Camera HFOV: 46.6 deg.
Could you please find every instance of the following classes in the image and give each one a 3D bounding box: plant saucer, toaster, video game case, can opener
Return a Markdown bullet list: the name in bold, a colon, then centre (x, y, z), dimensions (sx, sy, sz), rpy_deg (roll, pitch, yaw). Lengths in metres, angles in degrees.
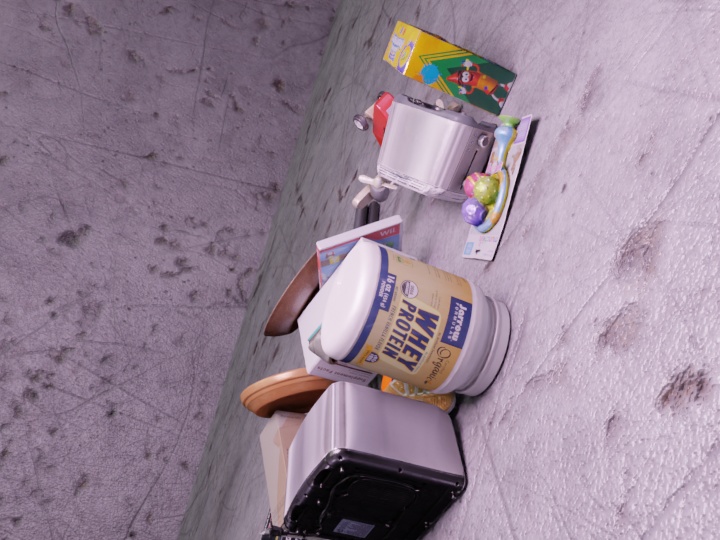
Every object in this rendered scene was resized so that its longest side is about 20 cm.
- **plant saucer**: centre (-0.090, 0.038, 1.417), dimensions (0.201, 0.036, 0.200), rpy_deg (-55, -6, -8)
- **toaster**: centre (0.002, 0.247, 1.021), dimensions (0.119, 0.198, 0.182), rpy_deg (-94, 26, -48)
- **toaster**: centre (0.106, -0.186, 1.272), dimensions (0.199, 0.113, 0.131), rpy_deg (28, 105, 41)
- **plant saucer**: centre (-0.110, 0.218, 1.466), dimensions (0.200, 0.198, 0.038), rpy_deg (131, 131, -56)
- **video game case**: centre (0.000, 0.000, 1.355), dimensions (0.201, 0.141, 0.018), rpy_deg (89, 158, -53)
- **can opener**: centre (0.001, -0.063, 1.728), dimensions (0.202, 0.053, 0.067), rpy_deg (-83, 20, -44)

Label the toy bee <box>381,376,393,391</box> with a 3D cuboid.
- **toy bee**: centre (0.082, 0.096, 1.155), dimensions (0.201, 0.107, 0.132), rpy_deg (94, 165, -48)

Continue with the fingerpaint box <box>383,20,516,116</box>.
- **fingerpaint box**: centre (0.136, -0.326, 1.328), dimensions (0.200, 0.165, 0.074), rpy_deg (-108, 40, -69)

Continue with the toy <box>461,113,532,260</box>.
- **toy**: centre (0.173, -0.119, 1.154), dimensions (0.115, 0.047, 0.202), rpy_deg (-168, 97, -78)

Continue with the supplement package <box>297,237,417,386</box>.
- **supplement package**: centre (0.004, 0.070, 1.310), dimensions (0.200, 0.116, 0.118), rpy_deg (-50, 37, 30)

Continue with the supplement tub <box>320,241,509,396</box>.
- **supplement tub**: centre (0.066, 0.064, 1.010), dimensions (0.144, 0.198, 0.146), rpy_deg (-160, 90, -76)

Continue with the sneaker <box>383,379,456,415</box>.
- **sneaker**: centre (0.062, 0.196, 1.127), dimensions (0.199, 0.087, 0.076), rpy_deg (-22, 41, 40)

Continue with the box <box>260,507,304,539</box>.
- **box**: centre (-0.124, 0.426, 1.571), dimensions (0.159, 0.046, 0.202), rpy_deg (155, 133, -70)

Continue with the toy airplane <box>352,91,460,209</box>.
- **toy airplane**: centre (0.082, -0.196, 1.424), dimensions (0.141, 0.198, 0.202), rpy_deg (34, 118, 39)

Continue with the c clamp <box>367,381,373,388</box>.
- **c clamp**: centre (0.009, 0.218, 1.395), dimensions (0.201, 0.027, 0.173), rpy_deg (-105, 31, -64)

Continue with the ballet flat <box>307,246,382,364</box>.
- **ballet flat**: centre (-0.005, 0.054, 1.187), dimensions (0.201, 0.064, 0.067), rpy_deg (-55, -11, 28)

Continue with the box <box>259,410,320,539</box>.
- **box**: centre (-0.107, 0.346, 1.424), dimensions (0.078, 0.094, 0.201), rpy_deg (-57, 35, 34)
